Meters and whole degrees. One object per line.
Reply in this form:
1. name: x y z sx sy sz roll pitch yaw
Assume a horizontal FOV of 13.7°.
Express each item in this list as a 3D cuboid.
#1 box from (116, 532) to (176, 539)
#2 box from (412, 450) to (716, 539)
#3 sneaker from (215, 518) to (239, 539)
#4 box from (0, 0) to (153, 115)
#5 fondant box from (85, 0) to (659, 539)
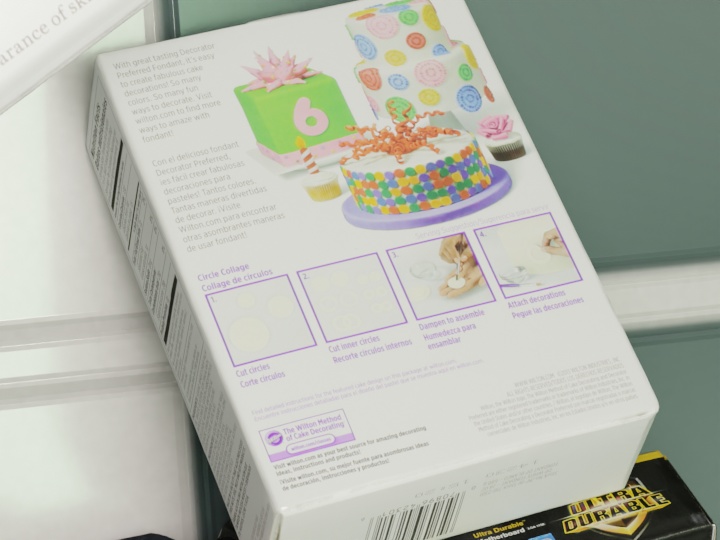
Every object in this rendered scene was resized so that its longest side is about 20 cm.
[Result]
1. box: -0.116 0.209 1.076 0.147 0.104 0.201 -11 96 -17
2. box: 0.046 0.173 1.110 0.159 0.049 0.201 -13 128 -16
3. sneaker: 0.025 0.098 1.144 0.200 0.066 0.091 -34 129 -30
4. box: -0.169 -0.108 0.993 0.200 0.199 0.131 -38 103 -13
5. fondant box: 0.000 0.000 1.075 0.144 0.058 0.201 -13 60 -18
